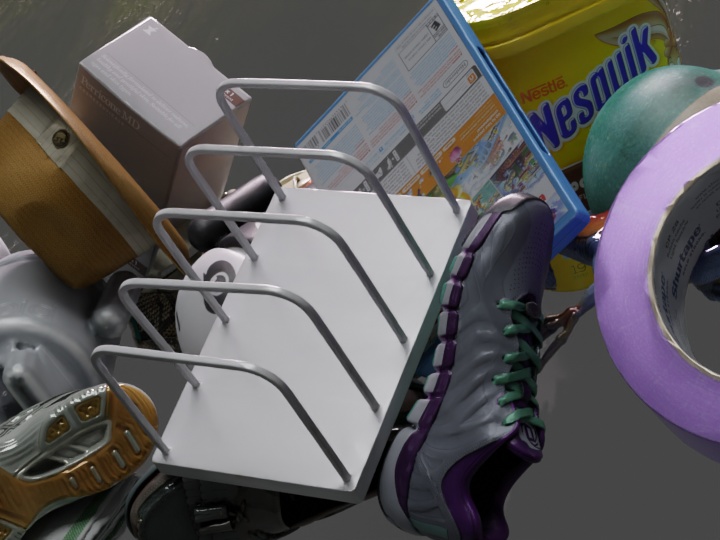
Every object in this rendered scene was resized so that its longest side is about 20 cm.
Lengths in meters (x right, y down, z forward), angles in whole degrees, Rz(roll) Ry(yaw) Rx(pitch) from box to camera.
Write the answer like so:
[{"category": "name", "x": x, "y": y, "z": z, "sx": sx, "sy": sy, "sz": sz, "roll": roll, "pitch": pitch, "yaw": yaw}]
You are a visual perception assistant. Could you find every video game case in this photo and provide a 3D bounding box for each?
[{"category": "video game case", "x": 0.045, "y": -0.055, "z": 1.334, "sx": 0.143, "sy": 0.018, "sz": 0.201, "roll": -45, "pitch": 50, "yaw": 21}]

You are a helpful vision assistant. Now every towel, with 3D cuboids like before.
[{"category": "towel", "x": -0.242, "y": 0.184, "z": 1.360, "sx": 0.198, "sy": 0.031, "sz": 0.149, "roll": -11, "pitch": 23, "yaw": 26}]

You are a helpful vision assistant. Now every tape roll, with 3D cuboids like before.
[{"category": "tape roll", "x": 0.228, "y": 0.007, "z": 1.164, "sx": 0.198, "sy": 0.066, "sz": 0.202, "roll": -10, "pitch": 65, "yaw": 22}]

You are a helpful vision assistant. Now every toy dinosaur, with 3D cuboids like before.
[{"category": "toy dinosaur", "x": 0.173, "y": -0.011, "z": 1.293, "sx": 0.181, "sy": 0.105, "sz": 0.201, "roll": 31, "pitch": 88, "yaw": 27}]

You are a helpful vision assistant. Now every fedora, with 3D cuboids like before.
[{"category": "fedora", "x": -0.201, "y": -0.052, "z": 1.470, "sx": 0.082, "sy": 0.201, "sz": 0.200, "roll": -42, "pitch": 26, "yaw": -5}]

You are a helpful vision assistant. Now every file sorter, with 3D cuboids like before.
[{"category": "file sorter", "x": -0.046, "y": 0.007, "z": 1.236, "sx": 0.138, "sy": 0.125, "sz": 0.201, "roll": 5, "pitch": 57, "yaw": 31}]

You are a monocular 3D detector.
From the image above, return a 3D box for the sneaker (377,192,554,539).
[{"category": "sneaker", "x": 0.083, "y": 0.061, "z": 1.208, "sx": 0.074, "sy": 0.202, "sz": 0.087, "roll": 16, "pitch": 4, "yaw": -46}]

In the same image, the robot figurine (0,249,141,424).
[{"category": "robot figurine", "x": -0.224, "y": 0.057, "z": 1.500, "sx": 0.169, "sy": 0.113, "sz": 0.200, "roll": -27, "pitch": 22, "yaw": 11}]

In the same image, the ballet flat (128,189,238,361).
[{"category": "ballet flat", "x": -0.099, "y": -0.013, "z": 1.600, "sx": 0.067, "sy": 0.076, "sz": 0.200, "roll": 2, "pitch": 32, "yaw": 43}]

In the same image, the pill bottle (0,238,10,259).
[{"category": "pill bottle", "x": -0.355, "y": 0.040, "z": 1.637, "sx": 0.119, "sy": 0.121, "sz": 0.200, "roll": 2, "pitch": 32, "yaw": 42}]

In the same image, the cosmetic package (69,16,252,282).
[{"category": "cosmetic package", "x": -0.160, "y": -0.073, "z": 1.604, "sx": 0.107, "sy": 0.201, "sz": 0.090, "roll": 37, "pitch": 52, "yaw": 17}]

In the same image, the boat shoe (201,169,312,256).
[{"category": "boat shoe", "x": -0.029, "y": -0.045, "z": 1.571, "sx": 0.199, "sy": 0.063, "sz": 0.071, "roll": -20, "pitch": 53, "yaw": -35}]

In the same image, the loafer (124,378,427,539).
[{"category": "loafer", "x": -0.041, "y": 0.120, "z": 1.279, "sx": 0.198, "sy": 0.072, "sz": 0.063, "roll": -22, "pitch": 29, "yaw": -8}]

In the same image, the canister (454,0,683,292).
[{"category": "canister", "x": 0.150, "y": -0.104, "z": 1.437, "sx": 0.148, "sy": 0.201, "sz": 0.087, "roll": -25, "pitch": 24, "yaw": -12}]

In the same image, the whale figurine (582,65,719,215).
[{"category": "whale figurine", "x": 0.219, "y": -0.081, "z": 1.382, "sx": 0.104, "sy": 0.160, "sz": 0.199, "roll": 39, "pitch": 42, "yaw": 28}]

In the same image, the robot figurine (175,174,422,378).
[{"category": "robot figurine", "x": -0.028, "y": 0.011, "z": 1.427, "sx": 0.199, "sy": 0.126, "sz": 0.150, "roll": -33, "pitch": 27, "yaw": -28}]

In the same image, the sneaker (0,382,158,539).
[{"category": "sneaker", "x": -0.216, "y": 0.129, "z": 1.351, "sx": 0.198, "sy": 0.076, "sz": 0.088, "roll": -21, "pitch": 4, "yaw": -4}]
